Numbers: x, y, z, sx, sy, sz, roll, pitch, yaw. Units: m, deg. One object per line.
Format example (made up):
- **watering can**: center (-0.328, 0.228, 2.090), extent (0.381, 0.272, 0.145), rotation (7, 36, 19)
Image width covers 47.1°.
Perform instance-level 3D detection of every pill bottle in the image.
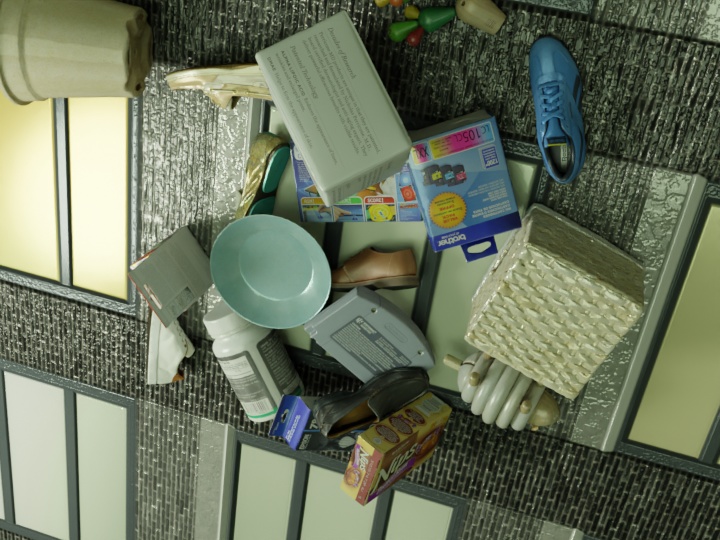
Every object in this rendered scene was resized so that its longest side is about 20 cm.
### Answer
- **pill bottle**: center (-0.184, 0.149, 1.421), extent (0.113, 0.113, 0.200), rotation (-16, 108, 23)

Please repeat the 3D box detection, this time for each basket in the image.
- **basket**: center (0.282, 0.047, 1.201), extent (0.200, 0.161, 0.198), rotation (29, 119, 1)

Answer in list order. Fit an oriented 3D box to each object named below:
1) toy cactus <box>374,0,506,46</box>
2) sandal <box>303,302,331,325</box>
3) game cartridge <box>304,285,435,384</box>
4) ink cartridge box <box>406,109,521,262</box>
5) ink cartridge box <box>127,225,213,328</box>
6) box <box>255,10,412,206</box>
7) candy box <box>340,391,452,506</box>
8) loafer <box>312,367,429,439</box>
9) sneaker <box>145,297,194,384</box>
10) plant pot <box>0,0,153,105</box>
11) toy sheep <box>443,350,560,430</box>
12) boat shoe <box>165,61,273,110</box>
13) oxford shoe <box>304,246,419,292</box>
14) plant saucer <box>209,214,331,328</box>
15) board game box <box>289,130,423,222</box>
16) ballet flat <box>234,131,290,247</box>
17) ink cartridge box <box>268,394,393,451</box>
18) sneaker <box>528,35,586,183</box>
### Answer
- **toy cactus**: center (0.121, -0.375, 1.101), extent (0.165, 0.102, 0.200), rotation (31, 111, -9)
- **sandal**: center (-0.029, 0.109, 1.391), extent (0.200, 0.043, 0.076), rotation (27, 119, 2)
- **game cartridge**: center (0.024, 0.113, 1.333), extent (0.133, 0.042, 0.200), rotation (-37, 119, 18)
- **ink cartridge box**: center (0.149, -0.115, 1.196), extent (0.136, 0.076, 0.200), rotation (-17, 111, 5)
- **ink cartridge box**: center (-0.315, 0.015, 1.349), extent (0.050, 0.200, 0.109), rotation (-26, 104, 26)
- **box**: center (-0.034, -0.208, 1.118), extent (0.130, 0.199, 0.200), rotation (-26, 89, -2)
- **candy box**: center (0.061, 0.289, 1.359), extent (0.056, 0.200, 0.117), rotation (33, 122, 26)
- **loafer**: center (0.023, 0.220, 1.335), extent (0.200, 0.072, 0.073), rotation (-24, 122, 0)
- **sneaker**: center (-0.341, 0.109, 1.491), extent (0.084, 0.073, 0.200), rotation (1, 112, -17)
- **plant pot**: center (-0.418, -0.337, 1.239), extent (0.183, 0.201, 0.201), rotation (8, 117, 1)
- **toy sheep**: center (0.222, 0.181, 1.300), extent (0.200, 0.138, 0.138), rotation (32, 120, 16)
- **boat shoe**: center (-0.199, -0.277, 1.249), extent (0.199, 0.074, 0.069), rotation (1, 108, 17)
- **oxford shoe**: center (0.000, 0.000, 1.333), extent (0.200, 0.071, 0.071), rotation (-6, 82, 23)
- **plant saucer**: center (-0.140, -0.003, 1.318), extent (0.200, 0.039, 0.201), rotation (5, 117, 10)
- **board game box**: center (-0.003, -0.143, 1.271), extent (0.199, 0.034, 0.136), rotation (1, 114, 17)
- **ballet flat**: center (-0.166, -0.131, 1.318), extent (0.071, 0.071, 0.200), rotation (25, 120, 5)
- **ink cartridge box**: center (-0.050, 0.264, 1.418), extent (0.200, 0.039, 0.100), rotation (6, 123, -23)
- **sneaker**: center (0.270, -0.217, 1.128), extent (0.066, 0.078, 0.201), rotation (-6, 111, 22)
